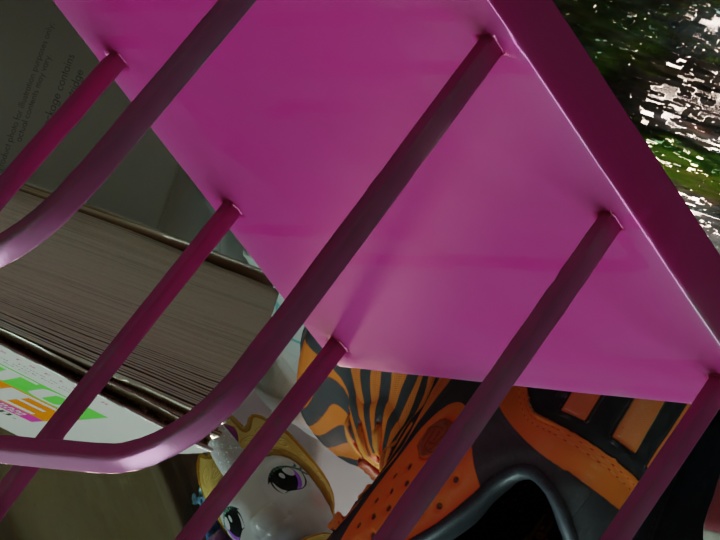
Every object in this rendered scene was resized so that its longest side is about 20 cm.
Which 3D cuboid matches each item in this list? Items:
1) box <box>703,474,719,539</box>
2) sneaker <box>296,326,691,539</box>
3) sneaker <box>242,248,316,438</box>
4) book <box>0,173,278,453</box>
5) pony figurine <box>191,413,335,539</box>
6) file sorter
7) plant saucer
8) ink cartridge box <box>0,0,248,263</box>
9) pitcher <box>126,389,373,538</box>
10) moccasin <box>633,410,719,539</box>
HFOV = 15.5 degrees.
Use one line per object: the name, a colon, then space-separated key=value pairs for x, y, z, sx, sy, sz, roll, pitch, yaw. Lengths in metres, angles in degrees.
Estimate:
box: x=0.202 y=0.051 z=0.611 sx=0.199 sy=0.109 sz=0.128 roll=10 pitch=163 yaw=34
sneaker: x=0.014 y=0.050 z=0.671 sx=0.077 sy=0.112 sz=0.200 roll=35 pitch=159 yaw=-11
sneaker: x=0.000 y=0.000 z=0.810 sx=0.080 sy=0.071 sz=0.200 roll=27 pitch=158 yaw=-14
book: x=-0.116 y=0.006 z=0.742 sx=0.133 sy=0.048 sz=0.200 roll=25 pitch=168 yaw=-14
pony figurine: x=0.022 y=0.130 z=0.795 sx=0.193 sy=0.166 sz=0.200 roll=47 pitch=-177 yaw=-24
file sorter: x=-0.042 y=-0.010 z=0.518 sx=0.139 sy=0.126 sz=0.200 roll=3 pitch=137 yaw=50
plant saucer: x=-0.101 y=0.081 z=0.938 sx=0.029 sy=0.201 sz=0.200 roll=-23 pitch=-169 yaw=-30
ink cartridge box: x=-0.133 y=-0.046 z=0.783 sx=0.199 sy=0.068 sz=0.117 roll=16 pitch=167 yaw=11
pitcher: x=-0.009 y=0.118 z=1.022 sx=0.172 sy=0.121 sz=0.200 roll=42 pitch=174 yaw=28
moccasin: x=0.086 y=0.073 z=0.694 sx=0.068 sy=0.200 sz=0.081 roll=-8 pitch=128 yaw=34
